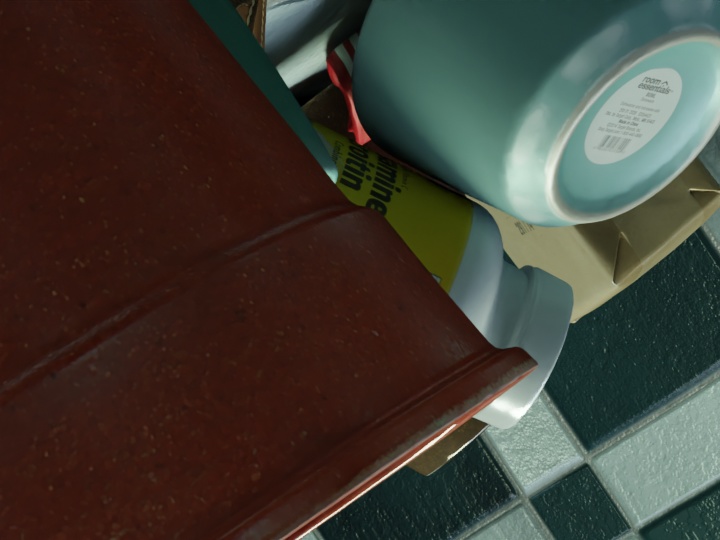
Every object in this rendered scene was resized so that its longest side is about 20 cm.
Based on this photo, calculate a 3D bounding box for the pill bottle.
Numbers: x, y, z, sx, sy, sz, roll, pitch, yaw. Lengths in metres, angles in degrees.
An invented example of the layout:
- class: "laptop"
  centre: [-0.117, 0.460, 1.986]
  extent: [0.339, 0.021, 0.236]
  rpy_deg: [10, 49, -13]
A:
- class: "pill bottle"
  centre: [0.000, 0.000, 0.992]
  extent: [0.113, 0.199, 0.112]
  rpy_deg: [-61, -170, 19]

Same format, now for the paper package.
- class: "paper package"
  centre: [0.145, -0.074, 1.432]
  extent: [0.103, 0.191, 0.200]
  rpy_deg: [-37, 176, -9]

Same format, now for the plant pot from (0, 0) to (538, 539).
- class: "plant pot"
  centre: [-0.097, -0.002, 0.444]
  extent: [0.200, 0.196, 0.201]
  rpy_deg: [-34, 174, -4]

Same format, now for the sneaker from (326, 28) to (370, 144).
- class: "sneaker"
  centre: [0.047, -0.123, 1.103]
  extent: [0.115, 0.079, 0.199]
  rpy_deg: [-27, 167, 28]

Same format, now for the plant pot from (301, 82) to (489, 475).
- class: "plant pot"
  centre: [0.007, 0.014, 1.173]
  extent: [0.187, 0.200, 0.187]
  rpy_deg: [-41, 177, -3]

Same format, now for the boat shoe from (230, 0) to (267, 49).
- class: "boat shoe"
  centre: [-0.046, -0.031, 0.792]
  extent: [0.072, 0.067, 0.201]
  rpy_deg: [-70, 171, -53]

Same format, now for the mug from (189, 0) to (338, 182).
- class: "mug"
  centre: [-0.104, -0.033, 0.597]
  extent: [0.152, 0.115, 0.185]
  rpy_deg: [-35, 175, 20]

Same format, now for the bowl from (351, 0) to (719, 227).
- class: "bowl"
  centre: [0.105, -0.099, 0.965]
  extent: [0.200, 0.105, 0.202]
  rpy_deg: [-27, 147, -19]
